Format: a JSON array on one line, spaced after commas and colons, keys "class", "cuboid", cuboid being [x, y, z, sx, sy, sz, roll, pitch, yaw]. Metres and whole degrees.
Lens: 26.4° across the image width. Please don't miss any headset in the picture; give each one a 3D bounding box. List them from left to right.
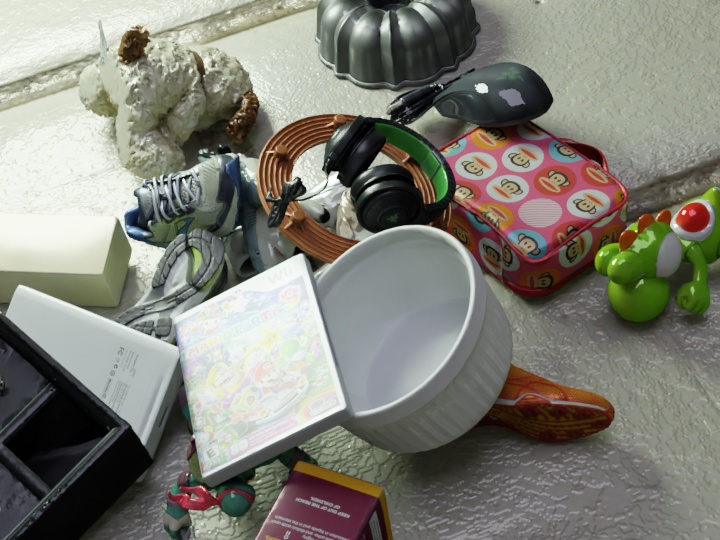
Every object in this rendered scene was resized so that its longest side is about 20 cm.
[{"class": "headset", "cuboid": [0.001, -0.082, 1.469, 0.200, 0.094, 0.124, -11, 57, -44]}]

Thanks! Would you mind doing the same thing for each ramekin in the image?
[{"class": "ramekin", "cuboid": [0.043, 0.070, 1.386, 0.200, 0.105, 0.201, -22, 46, 25]}]

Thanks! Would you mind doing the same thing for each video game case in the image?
[{"class": "video game case", "cuboid": [-0.092, 0.085, 1.377, 0.143, 0.018, 0.200, -27, 44, 9]}]

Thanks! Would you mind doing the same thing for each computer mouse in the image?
[{"class": "computer mouse", "cuboid": [0.126, -0.195, 1.655, 0.138, 0.053, 0.200, -25, 22, -27]}]

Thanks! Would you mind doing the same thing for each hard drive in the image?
[{"class": "hard drive", "cuboid": [-0.272, 0.108, 1.486, 0.200, 0.027, 0.132, 19, 87, 23]}]

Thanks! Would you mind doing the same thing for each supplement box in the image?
[{"class": "supplement box", "cuboid": [-0.051, 0.278, 1.285, 0.085, 0.111, 0.200, 15, 52, 21]}]

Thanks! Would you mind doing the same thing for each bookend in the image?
[{"class": "bookend", "cuboid": [-0.333, 0.170, 1.398, 0.200, 0.092, 0.199, 38, 72, 24]}]

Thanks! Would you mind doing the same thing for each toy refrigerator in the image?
[{"class": "toy refrigerator", "cuboid": [-0.350, -0.010, 1.618, 0.199, 0.070, 0.076, 1, 56, 11]}]

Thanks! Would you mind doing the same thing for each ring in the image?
[{"class": "ring", "cuboid": [-0.004, -0.083, 1.511, 0.200, 0.019, 0.201, 10, 50, -12]}]

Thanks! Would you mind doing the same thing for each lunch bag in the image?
[{"class": "lunch bag", "cuboid": [0.177, -0.078, 1.585, 0.176, 0.082, 0.200, -33, 51, -20]}]

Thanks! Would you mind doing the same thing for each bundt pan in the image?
[{"class": "bundt pan", "cuboid": [0.040, -0.309, 1.816, 0.201, 0.076, 0.202, -4, 47, 4]}]

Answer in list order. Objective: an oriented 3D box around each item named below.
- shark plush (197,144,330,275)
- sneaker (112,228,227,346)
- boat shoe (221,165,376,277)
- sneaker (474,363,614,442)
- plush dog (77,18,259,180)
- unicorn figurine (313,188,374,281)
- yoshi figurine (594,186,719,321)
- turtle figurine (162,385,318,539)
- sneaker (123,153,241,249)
[{"class": "shark plush", "cuboid": [-0.125, -0.074, 1.569, 0.200, 0.091, 0.083, 41, 107, 32]}, {"class": "sneaker", "cuboid": [-0.193, 0.057, 1.532, 0.074, 0.081, 0.200, 34, 80, 24]}, {"class": "boat shoe", "cuboid": [-0.046, -0.048, 1.602, 0.199, 0.072, 0.066, -18, 53, -6]}, {"class": "sneaker", "cuboid": [0.139, 0.111, 1.428, 0.199, 0.073, 0.077, 8, 54, 15]}, {"class": "plush dog", "cuboid": [-0.204, -0.212, 1.739, 0.171, 0.161, 0.200, -7, 43, -34]}, {"class": "unicorn figurine", "cuboid": [0.000, 0.000, 1.514, 0.137, 0.074, 0.200, 44, 70, 6]}, {"class": "yoshi figurine", "cuboid": [0.314, -0.010, 1.515, 0.200, 0.112, 0.112, -18, 88, -26]}, {"class": "turtle figurine", "cuboid": [-0.116, 0.175, 1.401, 0.149, 0.101, 0.200, -11, 42, -1]}, {"class": "sneaker", "cuboid": [-0.183, -0.064, 1.556, 0.085, 0.200, 0.077, 5, 68, -28]}]
